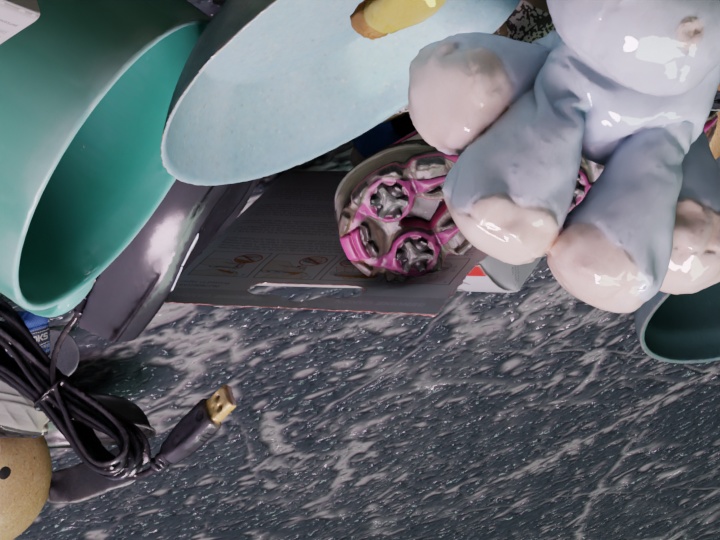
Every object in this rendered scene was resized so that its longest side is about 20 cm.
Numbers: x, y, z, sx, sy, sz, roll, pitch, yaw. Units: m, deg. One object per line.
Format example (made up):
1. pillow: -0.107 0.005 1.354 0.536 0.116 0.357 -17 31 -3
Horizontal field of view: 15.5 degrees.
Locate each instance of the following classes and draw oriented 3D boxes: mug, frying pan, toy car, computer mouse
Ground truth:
1. mug: -0.157 -0.064 1.184 0.186 0.114 0.152 -60 166 19
2. frying pan: -0.220 0.098 1.650 0.189 0.031 0.115 -4 168 11
3. toy car: -0.231 0.112 1.525 0.199 0.165 0.158 -23 160 -22
4. computer mouse: -0.104 0.011 1.304 0.200 0.140 0.046 -47 169 17

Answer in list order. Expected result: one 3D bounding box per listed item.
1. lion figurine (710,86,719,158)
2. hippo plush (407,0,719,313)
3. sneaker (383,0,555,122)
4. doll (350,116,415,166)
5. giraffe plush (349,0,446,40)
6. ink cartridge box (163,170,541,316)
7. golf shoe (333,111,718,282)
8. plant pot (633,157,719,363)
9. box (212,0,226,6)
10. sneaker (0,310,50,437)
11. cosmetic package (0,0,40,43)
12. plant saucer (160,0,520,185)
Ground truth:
1. lion figurine: 0.178 -0.116 1.369 0.072 0.201 0.123 1 -172 0
2. hippo plush: 0.137 -0.086 1.154 0.199 0.160 0.161 -26 166 -38
3. sneaker: 0.031 -0.098 1.327 0.199 0.089 0.077 -10 121 -27
4. doll: 0.057 -0.078 1.472 0.136 0.049 0.200 -11 161 23
5. giraffe plush: 0.052 -0.200 1.034 0.162 0.201 0.173 -21 158 -31
6. ink cartridge box: 0.000 0.000 1.400 0.160 0.050 0.200 2 -156 20
7. golf shoe: 0.080 -0.063 1.333 0.199 0.073 0.092 -18 -158 3
8. plant pot: 0.234 -0.051 1.580 0.199 0.135 0.201 -19 157 -8
9. box: 0.029 -0.184 1.199 0.199 0.060 0.116 -32 155 25
10. sneaker: -0.258 0.031 1.429 0.199 0.086 0.077 16 167 -25
11. cosmetic package: -0.242 -0.105 1.080 0.199 0.108 0.085 -30 157 24
12. plant saucer: -0.010 -0.112 1.171 0.200 0.039 0.201 -29 163 -9
